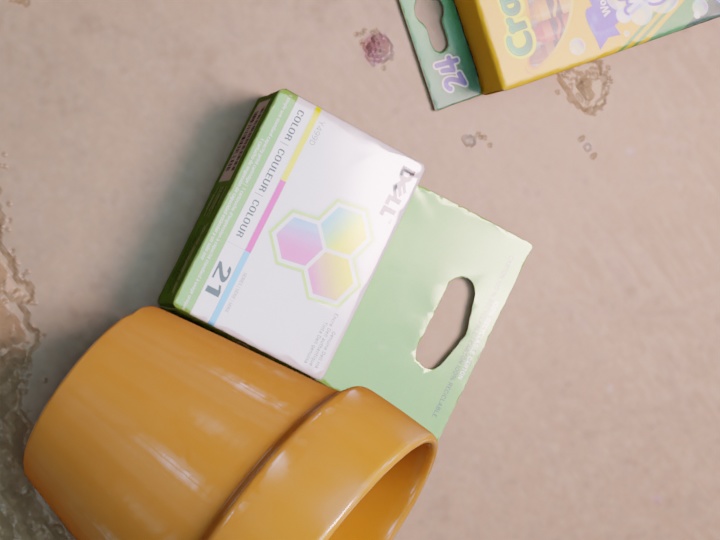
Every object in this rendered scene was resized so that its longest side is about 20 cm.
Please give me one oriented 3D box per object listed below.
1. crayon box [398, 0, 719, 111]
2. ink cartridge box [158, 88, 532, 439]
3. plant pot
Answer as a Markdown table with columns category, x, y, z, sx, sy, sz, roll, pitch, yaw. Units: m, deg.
| category | x | y | z | sx | sy | sz | roll | pitch | yaw |
| --- | --- | --- | --- | --- | --- | --- | --- | --- | --- |
| crayon box | 0.124 | -0.190 | 1.471 | 0.199 | 0.052 | 0.126 | -20 | 95 | -12 |
| ink cartridge box | 0.000 | 0.000 | 1.431 | 0.199 | 0.076 | 0.148 | 27 | 85 | -11 |
| plant pot | -0.086 | 0.123 | 1.356 | 0.183 | 0.200 | 0.200 | 36 | 82 | 13 |
